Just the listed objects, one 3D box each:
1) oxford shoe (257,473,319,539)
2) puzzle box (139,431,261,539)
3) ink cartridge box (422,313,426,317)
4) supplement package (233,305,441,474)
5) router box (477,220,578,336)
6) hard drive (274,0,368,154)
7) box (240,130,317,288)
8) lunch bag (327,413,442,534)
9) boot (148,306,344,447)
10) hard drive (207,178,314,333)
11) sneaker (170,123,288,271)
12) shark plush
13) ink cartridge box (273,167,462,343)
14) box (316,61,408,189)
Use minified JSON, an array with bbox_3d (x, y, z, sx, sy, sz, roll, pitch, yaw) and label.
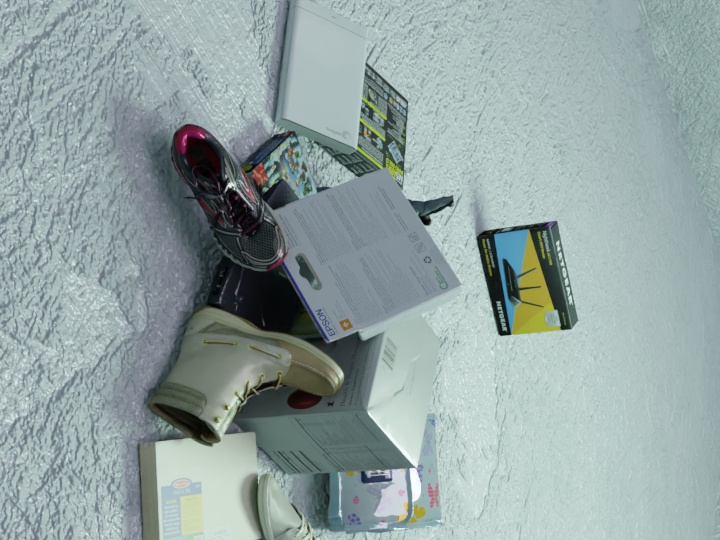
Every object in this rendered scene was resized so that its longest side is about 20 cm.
[{"bbox_3d":[-0.085,0.337,1.517,0.075,0.057,0.201,-75,151,-58],"label":"oxford shoe"},{"bbox_3d":[-0.186,0.262,1.405,0.199,0.025,0.134,8,77,-60],"label":"puzzle box"},{"bbox_3d":[0.030,0.074,1.763,0.199,0.050,0.110,-3,119,-60],"label":"ink cartridge box"},{"bbox_3d":[-0.026,0.143,1.541,0.147,0.198,0.192,52,41,-41],"label":"supplement package"},{"bbox_3d":[0.313,0.016,2.228,0.051,0.148,0.202,-35,114,-58],"label":"router box"},{"bbox_3d":[-0.054,-0.283,1.718,0.131,0.027,0.202,19,65,-32],"label":"hard drive"},{"bbox_3d":[-0.099,-0.070,1.621,0.137,0.040,0.201,-52,128,-51],"label":"box"},{"bbox_3d":[0.026,0.285,1.682,0.199,0.126,0.171,15,68,-52],"label":"lunch bag"},{"bbox_3d":[-0.131,0.140,1.388,0.072,0.198,0.155,108,4,-50],"label":"boot"},{"bbox_3d":[-0.117,-0.002,1.513,0.135,0.042,0.201,52,50,-37],"label":"hard drive"},{"bbox_3d":[-0.161,-0.083,1.413,0.200,0.080,0.075,52,-7,-3],"label":"sneaker"},{"bbox_3d":[0.032,-0.086,1.708,0.091,0.198,0.084,-65,153,-52],"label":"shark plush"},{"bbox_3d":[-0.005,-0.015,1.481,0.199,0.041,0.200,-21,66,-23],"label":"ink cartridge box"},{"bbox_3d":[0.007,-0.230,1.842,0.200,0.044,0.162,32,57,-54],"label":"box"}]
